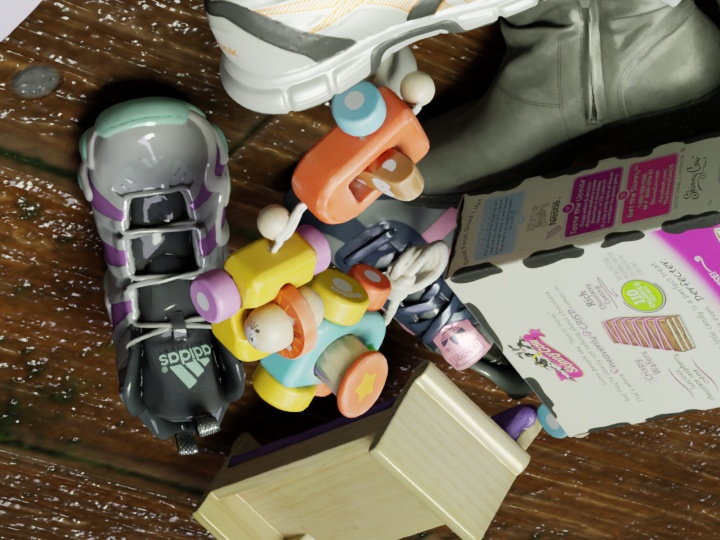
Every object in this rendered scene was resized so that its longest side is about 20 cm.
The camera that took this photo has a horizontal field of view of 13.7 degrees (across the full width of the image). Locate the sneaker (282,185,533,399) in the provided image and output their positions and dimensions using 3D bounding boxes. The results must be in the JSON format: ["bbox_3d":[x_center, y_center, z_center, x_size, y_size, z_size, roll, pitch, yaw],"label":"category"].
[{"bbox_3d":[0.039,0.006,1.585,0.070,0.082,0.200,-35,142,26],"label":"sneaker"}]

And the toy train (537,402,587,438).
[{"bbox_3d":[0.170,0.004,1.625,0.200,0.056,0.150,-34,164,-33],"label":"toy train"}]

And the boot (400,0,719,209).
[{"bbox_3d":[0.082,-0.111,1.473,0.200,0.068,0.131,-16,127,24],"label":"boot"}]

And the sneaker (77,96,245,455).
[{"bbox_3d":[-0.090,0.017,1.489,0.078,0.140,0.200,-11,145,-3],"label":"sneaker"}]

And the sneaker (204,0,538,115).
[{"bbox_3d":[0.023,-0.143,1.299,0.200,0.074,0.080,-30,135,-7],"label":"sneaker"}]

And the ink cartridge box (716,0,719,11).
[{"bbox_3d":[0.260,-0.126,1.506,0.146,0.083,0.200,-22,145,5],"label":"ink cartridge box"}]

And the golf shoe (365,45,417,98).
[{"bbox_3d":[-0.008,-0.141,1.376,0.092,0.075,0.200,-30,145,11],"label":"golf shoe"}]

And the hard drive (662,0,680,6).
[{"bbox_3d":[0.155,-0.224,1.321,0.132,0.027,0.200,36,122,-14],"label":"hard drive"}]

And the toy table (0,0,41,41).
[{"bbox_3d":[-0.208,-0.156,1.224,0.200,0.117,0.184,-26,144,10],"label":"toy table"}]

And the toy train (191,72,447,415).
[{"bbox_3d":[0.000,0.000,1.431,0.150,0.056,0.200,-40,153,-10],"label":"toy train"}]

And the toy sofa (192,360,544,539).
[{"bbox_3d":[0.004,0.107,1.655,0.083,0.098,0.200,43,146,-16],"label":"toy sofa"}]

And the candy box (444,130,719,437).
[{"bbox_3d":[0.161,0.004,1.464,0.200,0.061,0.136,-14,134,29],"label":"candy box"}]
